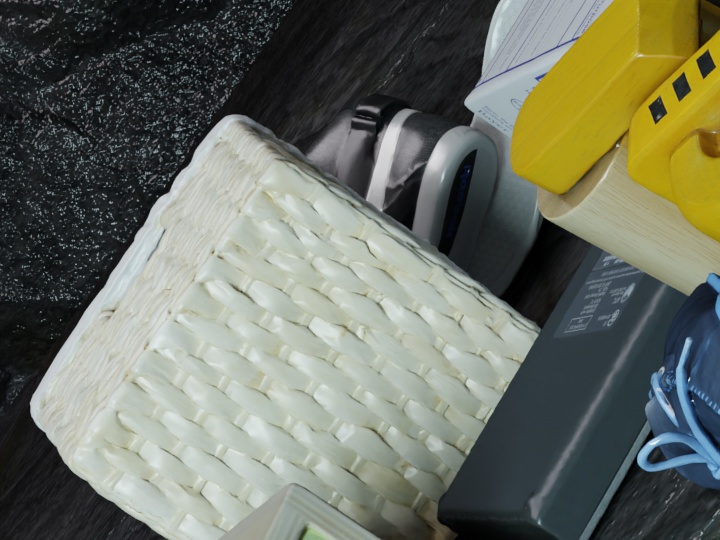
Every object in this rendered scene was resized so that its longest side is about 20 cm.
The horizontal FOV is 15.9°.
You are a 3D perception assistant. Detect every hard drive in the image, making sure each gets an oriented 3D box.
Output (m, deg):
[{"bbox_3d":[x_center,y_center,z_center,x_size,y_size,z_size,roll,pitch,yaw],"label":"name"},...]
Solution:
[{"bbox_3d":[0.112,0.034,1.158,0.200,0.033,0.140,-58,11,-12],"label":"hard drive"}]

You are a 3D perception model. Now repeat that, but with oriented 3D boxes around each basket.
[{"bbox_3d":[-0.033,0.055,1.300,0.199,0.200,0.161,-55,12,-1],"label":"basket"}]

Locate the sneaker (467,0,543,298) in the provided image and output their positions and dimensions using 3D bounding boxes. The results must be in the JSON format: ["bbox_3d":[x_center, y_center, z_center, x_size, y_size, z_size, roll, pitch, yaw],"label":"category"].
[{"bbox_3d":[0.095,-0.065,1.476,0.099,0.070,0.201,-7,-64,-65],"label":"sneaker"}]

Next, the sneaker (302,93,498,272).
[{"bbox_3d":[0.000,0.000,1.447,0.073,0.112,0.201,5,-73,-54],"label":"sneaker"}]

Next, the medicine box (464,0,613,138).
[{"bbox_3d":[0.163,-0.140,1.266,0.183,0.103,0.200,-58,11,-12],"label":"medicine box"}]

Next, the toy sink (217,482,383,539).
[{"bbox_3d":[-0.032,0.209,1.017,0.112,0.130,0.200,-41,17,52],"label":"toy sink"}]

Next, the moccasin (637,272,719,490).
[{"bbox_3d":[0.140,0.051,0.912,0.068,0.080,0.200,-59,-4,6],"label":"moccasin"}]

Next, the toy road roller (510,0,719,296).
[{"bbox_3d":[0.152,-0.041,0.986,0.200,0.123,0.146,-45,26,42],"label":"toy road roller"}]
